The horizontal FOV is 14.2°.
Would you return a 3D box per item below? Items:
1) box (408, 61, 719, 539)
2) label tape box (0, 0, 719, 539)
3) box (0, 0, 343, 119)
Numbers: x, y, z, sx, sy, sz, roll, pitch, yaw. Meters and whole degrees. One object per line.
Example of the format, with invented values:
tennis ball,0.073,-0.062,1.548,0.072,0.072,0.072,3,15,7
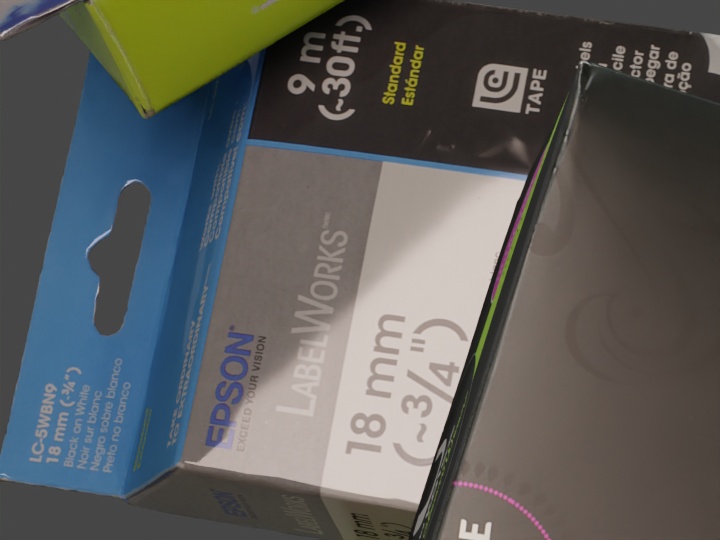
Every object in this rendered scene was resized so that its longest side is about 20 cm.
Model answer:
box,0.117,0.062,0.680,0.199,0.124,0.149,18,75,1
label tape box,0.000,0.000,0.803,0.199,0.063,0.145,8,74,10
box,-0.021,-0.118,0.806,0.200,0.048,0.122,-31,33,-8
